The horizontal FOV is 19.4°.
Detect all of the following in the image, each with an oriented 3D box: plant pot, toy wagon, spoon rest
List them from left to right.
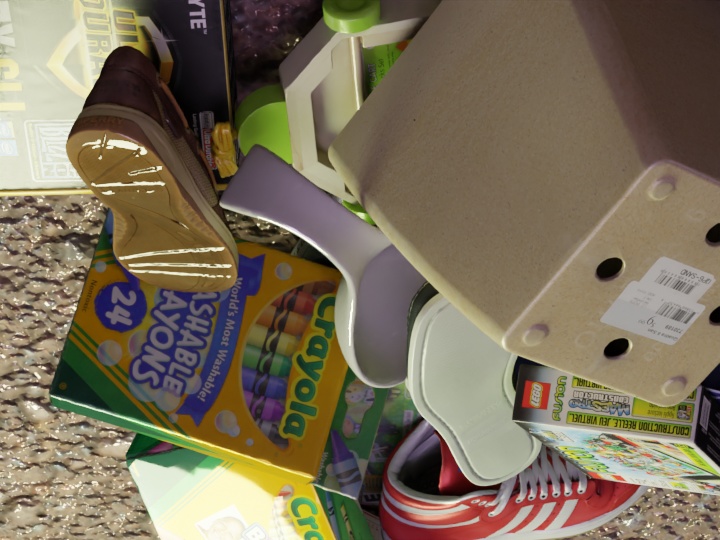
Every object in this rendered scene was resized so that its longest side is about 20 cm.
[{"bbox_3d":[0.000,0.000,1.200,0.060,0.100,0.200,24,169,41],"label":"spoon rest"},{"bbox_3d":[0.010,-0.096,1.196,0.198,0.040,0.156,-11,134,-5],"label":"toy wagon"},{"bbox_3d":[0.134,-0.047,1.129,0.199,0.178,0.200,20,121,-35],"label":"plant pot"}]

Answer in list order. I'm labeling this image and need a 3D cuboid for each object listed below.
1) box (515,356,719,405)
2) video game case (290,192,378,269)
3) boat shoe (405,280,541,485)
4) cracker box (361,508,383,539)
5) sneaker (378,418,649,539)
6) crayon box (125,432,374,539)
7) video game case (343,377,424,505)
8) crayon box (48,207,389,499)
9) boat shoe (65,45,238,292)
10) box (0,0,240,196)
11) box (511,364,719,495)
[{"bbox_3d":[0.163,0.068,1.293,0.120,0.033,0.200,14,168,-18],"label":"box"},{"bbox_3d":[0.048,0.018,1.347,0.198,0.024,0.183,17,133,-19],"label":"video game case"},{"bbox_3d":[0.057,0.056,1.239,0.075,0.061,0.201,-25,144,-8],"label":"boat shoe"},{"bbox_3d":[-0.006,0.237,1.521,0.199,0.058,0.133,31,136,-32],"label":"cracker box"},{"bbox_3d":[0.106,0.131,1.398,0.198,0.072,0.113,-17,149,-4],"label":"sneaker"},{"bbox_3d":[-0.059,0.177,1.378,0.118,0.058,0.201,-13,115,20],"label":"crayon box"},{"bbox_3d":[-0.047,0.095,1.397,0.180,0.022,0.201,3,144,0],"label":"video game case"},{"bbox_3d":[-0.075,0.048,1.274,0.198,0.127,0.052,18,168,-4],"label":"crayon box"},{"bbox_3d":[-0.109,-0.053,1.170,0.071,0.073,0.200,0,153,15],"label":"boat shoe"},{"bbox_3d":[-0.151,-0.130,1.174,0.158,0.050,0.201,0,135,1],"label":"box"},{"bbox_3d":[0.170,0.099,1.273,0.109,0.035,0.200,5,167,22],"label":"box"}]
